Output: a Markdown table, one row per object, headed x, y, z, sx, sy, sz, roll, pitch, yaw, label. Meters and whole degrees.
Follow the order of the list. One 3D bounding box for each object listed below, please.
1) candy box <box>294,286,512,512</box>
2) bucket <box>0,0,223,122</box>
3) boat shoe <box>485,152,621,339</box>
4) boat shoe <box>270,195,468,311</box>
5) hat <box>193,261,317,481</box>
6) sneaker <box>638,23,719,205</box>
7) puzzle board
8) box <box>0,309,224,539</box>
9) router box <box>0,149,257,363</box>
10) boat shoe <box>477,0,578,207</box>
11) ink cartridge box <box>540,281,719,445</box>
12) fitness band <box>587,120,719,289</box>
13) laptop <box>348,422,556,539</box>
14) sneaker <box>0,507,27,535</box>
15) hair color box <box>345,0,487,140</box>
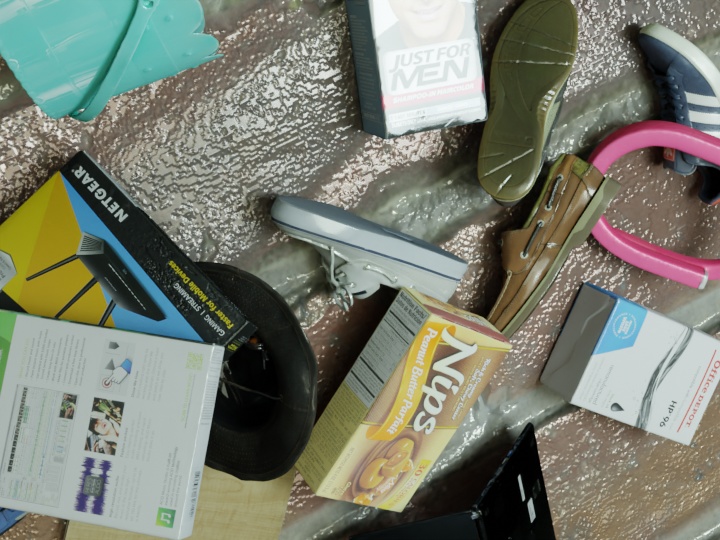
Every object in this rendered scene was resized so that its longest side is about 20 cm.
| x | y | z | sx | sy | sz | roll | pitch | yaw | label |
| --- | --- | --- | --- | --- | --- | --- | --- | --- | --- |
| 0.039 | 0.123 | 0.989 | 0.115 | 0.055 | 0.200 | 22 | 105 | -41 | candy box |
| -0.199 | -0.214 | 0.768 | 0.135 | 0.207 | 0.207 | -25 | 111 | -2 | bucket |
| 0.166 | -0.019 | 1.029 | 0.068 | 0.072 | 0.200 | 34 | 101 | 7 | boat shoe |
| -0.001 | -0.001 | 0.969 | 0.202 | 0.075 | 0.086 | 18 | 101 | -33 | boat shoe |
| -0.102 | 0.078 | 0.935 | 0.081 | 0.200 | 0.201 | -34 | 122 | -57 | hat |
| 0.317 | -0.145 | 1.042 | 0.085 | 0.075 | 0.200 | -41 | 109 | 4 | sneaker |
| -0.171 | 0.236 | 0.995 | 0.200 | 0.017 | 0.151 | 11 | 101 | -22 | puzzle board |
| -0.211 | 0.110 | 0.798 | 0.200 | 0.036 | 0.144 | 9 | 83 | 7 | box |
| -0.204 | 0.026 | 0.853 | 0.149 | 0.051 | 0.200 | -45 | 79 | -4 | router box |
| 0.149 | -0.154 | 0.983 | 0.072 | 0.066 | 0.201 | 14 | 79 | 7 | boat shoe |
| 0.300 | 0.103 | 1.102 | 0.200 | 0.068 | 0.116 | 21 | 97 | -24 | ink cartridge box |
| 0.310 | -0.063 | 1.033 | 0.200 | 0.037 | 0.144 | 21 | 119 | 1 | fitness band |
| 0.102 | 0.272 | 1.074 | 0.200 | 0.103 | 0.177 | -46 | 132 | -41 | laptop |
| -0.278 | 0.157 | 0.892 | 0.200 | 0.077 | 0.076 | -44 | 95 | -8 | sneaker |
| 0.044 | -0.223 | 0.927 | 0.099 | 0.061 | 0.200 | -13 | 108 | -16 | hair color box |
